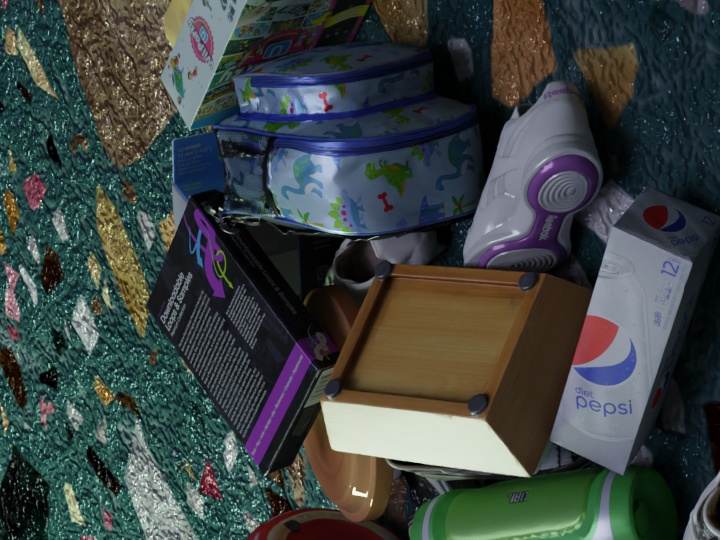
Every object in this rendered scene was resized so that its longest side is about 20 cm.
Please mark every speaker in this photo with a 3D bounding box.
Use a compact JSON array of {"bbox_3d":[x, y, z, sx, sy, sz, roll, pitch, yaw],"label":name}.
[{"bbox_3d":[0.138,0.199,1.628,0.199,0.088,0.089,-14,91,35],"label":"speaker"}]

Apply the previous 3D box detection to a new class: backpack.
[{"bbox_3d":[-0.004,-0.103,1.703,0.199,0.182,0.148,17,117,50],"label":"backpack"}]

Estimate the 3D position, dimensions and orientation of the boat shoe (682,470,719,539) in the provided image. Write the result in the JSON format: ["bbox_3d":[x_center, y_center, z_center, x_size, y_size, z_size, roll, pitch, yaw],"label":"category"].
[{"bbox_3d":[0.260,0.168,1.488,0.071,0.069,0.200,60,145,24],"label":"boat shoe"}]

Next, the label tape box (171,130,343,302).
[{"bbox_3d":[-0.089,-0.027,1.908,0.066,0.142,0.202,28,125,51],"label":"label tape box"}]

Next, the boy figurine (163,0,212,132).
[{"bbox_3d":[-0.142,-0.220,1.996,0.124,0.064,0.202,-31,75,58],"label":"boy figurine"}]

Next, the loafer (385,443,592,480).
[{"bbox_3d":[0.108,0.134,1.668,0.199,0.063,0.073,-15,84,36],"label":"loafer"}]

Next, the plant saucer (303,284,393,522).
[{"bbox_3d":[-0.021,0.114,1.814,0.200,0.032,0.202,170,90,-71],"label":"plant saucer"}]

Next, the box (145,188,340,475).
[{"bbox_3d":[-0.100,0.051,1.805,0.200,0.036,0.143,51,138,23],"label":"box"}]

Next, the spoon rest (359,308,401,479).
[{"bbox_3d":[0.015,0.107,1.893,0.100,0.060,0.201,53,156,35],"label":"spoon rest"}]

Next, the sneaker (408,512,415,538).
[{"bbox_3d":[0.086,0.297,1.821,0.081,0.074,0.201,-44,64,55],"label":"sneaker"}]

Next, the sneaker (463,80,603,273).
[{"bbox_3d":[0.131,-0.064,1.627,0.200,0.074,0.100,122,150,-53],"label":"sneaker"}]

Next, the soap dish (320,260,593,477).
[{"bbox_3d":[0.071,0.070,1.642,0.199,0.158,0.081,3,149,42],"label":"soap dish"}]

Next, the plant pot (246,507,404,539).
[{"bbox_3d":[-0.035,0.325,1.922,0.200,0.199,0.184,43,128,42],"label":"plant pot"}]

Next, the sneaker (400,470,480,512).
[{"bbox_3d":[0.072,0.163,1.787,0.201,0.079,0.074,58,157,21],"label":"sneaker"}]

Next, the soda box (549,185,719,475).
[{"bbox_3d":[0.195,0.045,1.528,0.063,0.068,0.201,25,129,16],"label":"soda box"}]

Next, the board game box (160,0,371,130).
[{"bbox_3d":[-0.069,-0.216,1.798,0.065,0.147,0.200,59,146,21],"label":"board game box"}]

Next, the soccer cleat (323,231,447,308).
[{"bbox_3d":[0.000,0.000,1.838,0.200,0.077,0.070,-42,66,56],"label":"soccer cleat"}]
